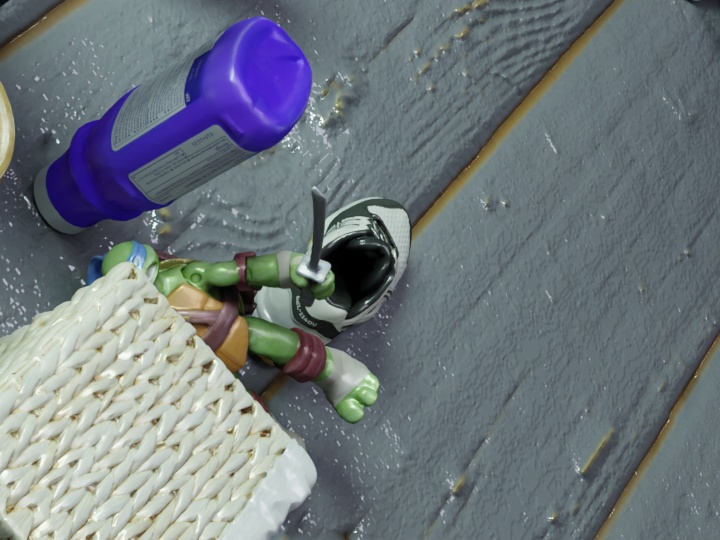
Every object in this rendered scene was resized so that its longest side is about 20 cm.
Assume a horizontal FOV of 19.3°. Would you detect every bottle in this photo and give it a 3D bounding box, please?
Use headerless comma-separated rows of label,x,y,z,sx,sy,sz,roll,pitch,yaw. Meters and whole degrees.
bottle,-0.118,-0.079,1.271,0.065,0.199,0.084,46,41,-21

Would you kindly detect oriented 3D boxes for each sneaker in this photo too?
sneaker,0.000,0.000,1.460,0.076,0.087,0.200,55,37,-8

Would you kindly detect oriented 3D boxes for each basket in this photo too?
basket,-0.167,0.128,1.104,0.161,0.197,0.200,54,39,-9

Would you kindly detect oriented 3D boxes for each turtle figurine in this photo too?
turtle figurine,-0.067,0.062,1.288,0.194,0.199,0.145,41,58,-39

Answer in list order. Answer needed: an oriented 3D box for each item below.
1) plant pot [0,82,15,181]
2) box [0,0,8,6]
plant pot,-0.272,-0.046,1.075,0.186,0.199,0.188,26,50,-37
box,-0.255,-0.204,1.180,0.079,0.199,0.142,-6,73,-50
